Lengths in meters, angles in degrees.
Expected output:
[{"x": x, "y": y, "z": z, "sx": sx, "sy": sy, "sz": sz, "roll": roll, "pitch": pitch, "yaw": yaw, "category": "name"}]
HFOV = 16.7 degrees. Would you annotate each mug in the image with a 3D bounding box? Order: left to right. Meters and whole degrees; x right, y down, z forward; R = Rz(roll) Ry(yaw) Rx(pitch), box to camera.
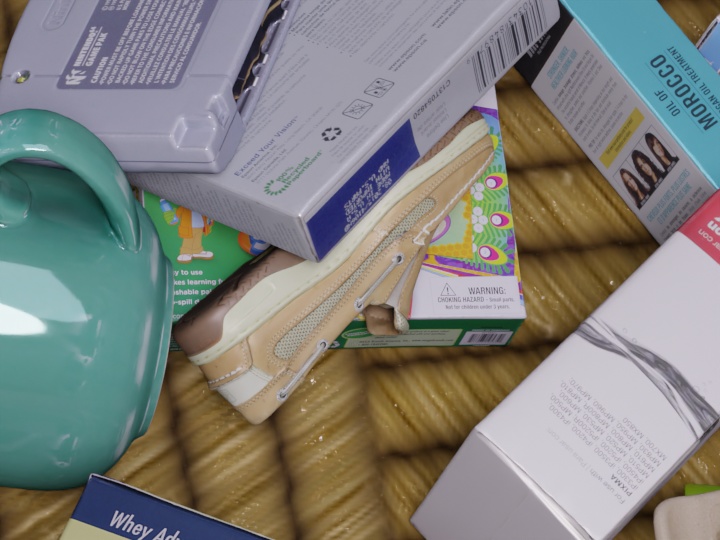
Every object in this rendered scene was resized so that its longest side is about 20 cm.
[{"x": -0.148, "y": 0.024, "z": 1.145, "sx": 0.114, "sy": 0.185, "sz": 0.153, "roll": 10, "pitch": 74, "yaw": -13, "category": "mug"}]

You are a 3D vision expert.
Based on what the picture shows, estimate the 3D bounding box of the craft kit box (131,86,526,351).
[{"x": -0.023, "y": -0.057, "z": 1.289, "sx": 0.199, "sy": 0.049, "sz": 0.198, "roll": -1, "pitch": 65, "yaw": -14, "category": "craft kit box"}]

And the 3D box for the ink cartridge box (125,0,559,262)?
[{"x": -0.036, "y": -0.108, "z": 1.239, "sx": 0.200, "sy": 0.041, "sz": 0.200, "roll": 25, "pitch": 59, "yaw": 36, "category": "ink cartridge box"}]

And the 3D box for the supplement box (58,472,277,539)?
[{"x": -0.052, "y": 0.224, "z": 1.010, "sx": 0.199, "sy": 0.134, "sz": 0.200, "roll": 17, "pitch": 68, "yaw": 22, "category": "supplement box"}]

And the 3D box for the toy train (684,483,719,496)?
[{"x": 0.216, "y": 0.121, "z": 1.255, "sx": 0.115, "sy": 0.085, "sz": 0.200, "roll": -6, "pitch": 23, "yaw": 13, "category": "toy train"}]

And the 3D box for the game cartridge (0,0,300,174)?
[{"x": -0.102, "y": -0.124, "z": 1.223, "sx": 0.133, "sy": 0.041, "sz": 0.200, "roll": 5, "pitch": 48, "yaw": 18, "category": "game cartridge"}]

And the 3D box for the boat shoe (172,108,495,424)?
[{"x": 0.000, "y": 0.000, "z": 1.218, "sx": 0.200, "sy": 0.072, "sz": 0.076, "roll": -40, "pitch": 99, "yaw": -19, "category": "boat shoe"}]

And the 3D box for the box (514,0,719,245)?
[{"x": 0.166, "y": -0.071, "z": 1.318, "sx": 0.049, "sy": 0.082, "sz": 0.200, "roll": -33, "pitch": 79, "yaw": -25, "category": "box"}]

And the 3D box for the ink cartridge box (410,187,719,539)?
[{"x": 0.130, "y": 0.067, "z": 1.214, "sx": 0.083, "sy": 0.147, "sz": 0.200, "roll": 44, "pitch": 64, "yaw": 8, "category": "ink cartridge box"}]

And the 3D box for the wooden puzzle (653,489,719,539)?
[{"x": 0.240, "y": 0.168, "z": 1.103, "sx": 0.199, "sy": 0.037, "sz": 0.186, "roll": -11, "pitch": 61, "yaw": 10, "category": "wooden puzzle"}]

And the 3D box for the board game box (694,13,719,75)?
[{"x": 0.297, "y": -0.089, "z": 1.348, "sx": 0.159, "sy": 0.097, "sz": 0.200, "roll": -40, "pitch": 81, "yaw": -25, "category": "board game box"}]
